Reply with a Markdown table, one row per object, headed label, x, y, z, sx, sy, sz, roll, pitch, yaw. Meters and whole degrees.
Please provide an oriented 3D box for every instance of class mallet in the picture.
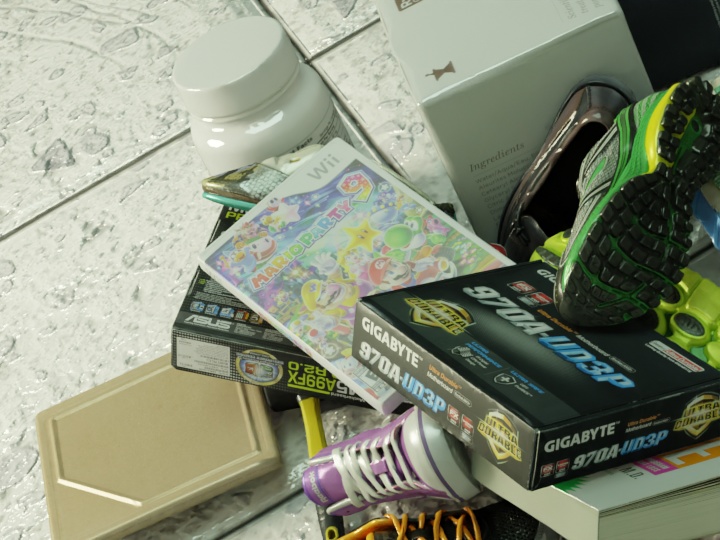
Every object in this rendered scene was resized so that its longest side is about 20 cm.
| label | x | y | z | sx | sy | sz | roll | pitch | yaw |
| --- | --- | --- | --- | --- | --- | --- | --- | --- | --- |
| mallet | -0.021 | 0.129 | 1.685 | 0.066 | 0.041 | 0.200 | -23 | 42 | 0 |

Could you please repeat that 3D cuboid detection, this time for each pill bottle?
| label | x | y | z | sx | sy | sz | roll | pitch | yaw |
| --- | --- | --- | --- | --- | --- | --- | --- | --- | --- |
| pill bottle | -0.065 | -0.094 | 1.827 | 0.113 | 0.200 | 0.113 | -18 | 34 | 13 |

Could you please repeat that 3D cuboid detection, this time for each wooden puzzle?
| label | x | y | z | sx | sy | sz | roll | pitch | yaw |
| --- | --- | --- | --- | --- | --- | --- | --- | --- | --- |
| wooden puzzle | -0.155 | 0.133 | 1.762 | 0.185 | 0.037 | 0.200 | -24 | 33 | 4 |

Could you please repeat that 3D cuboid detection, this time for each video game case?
| label | x | y | z | sx | sy | sz | roll | pitch | yaw |
| --- | --- | --- | --- | --- | --- | --- | --- | --- | --- |
| video game case | 0.000 | 0.000 | 1.634 | 0.143 | 0.018 | 0.200 | -42 | 55 | -17 |

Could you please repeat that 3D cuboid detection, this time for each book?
| label | x | y | z | sx | sy | sz | roll | pitch | yaw |
| --- | --- | --- | --- | --- | --- | --- | --- | --- | --- |
| book | 0.189 | 0.125 | 1.476 | 0.200 | 0.048 | 0.134 | -11 | 23 | -31 |

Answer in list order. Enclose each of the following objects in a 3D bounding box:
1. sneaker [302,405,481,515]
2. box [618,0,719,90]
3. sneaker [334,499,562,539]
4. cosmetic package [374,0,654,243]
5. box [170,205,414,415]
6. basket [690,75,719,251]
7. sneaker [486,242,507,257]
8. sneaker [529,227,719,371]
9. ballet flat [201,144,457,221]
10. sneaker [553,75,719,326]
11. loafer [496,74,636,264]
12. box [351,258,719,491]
| label | x | y | z | sx | sy | sz | roll | pitch | yaw |
| --- | --- | --- | --- | --- | --- | --- | --- | --- | --- |
| sneaker | 0.018 | 0.136 | 1.556 | 0.114 | 0.073 | 0.200 | -20 | -6 | -2 |
| box | 0.232 | -0.249 | 1.913 | 0.182 | 0.104 | 0.200 | -21 | 37 | 6 |
| sneaker | 0.039 | 0.194 | 1.535 | 0.200 | 0.077 | 0.078 | -23 | 36 | 3 |
| cosmetic package | 0.132 | -0.128 | 1.752 | 0.165 | 0.200 | 0.165 | -24 | 38 | 4 |
| box | -0.025 | 0.024 | 1.732 | 0.200 | 0.044 | 0.160 | 11 | 43 | 7 |
| basket | 0.259 | -0.042 | 1.633 | 0.200 | 0.139 | 0.176 | -52 | 42 | 22 |
| sneaker | 0.112 | 0.050 | 1.636 | 0.200 | 0.071 | 0.113 | 22 | 49 | 18 |
| sneaker | 0.198 | 0.037 | 1.581 | 0.074 | 0.084 | 0.200 | -37 | 42 | -14 |
| ballet flat | -0.019 | -0.056 | 1.732 | 0.200 | 0.072 | 0.072 | 18 | 51 | 11 |
| sneaker | 0.178 | -0.038 | 1.538 | 0.085 | 0.078 | 0.200 | -18 | 33 | 50 |
| loafer | 0.141 | -0.044 | 1.662 | 0.072 | 0.200 | 0.063 | 21 | 28 | 3 |
| box | 0.113 | 0.063 | 1.486 | 0.159 | 0.046 | 0.200 | -11 | 29 | -32 |
